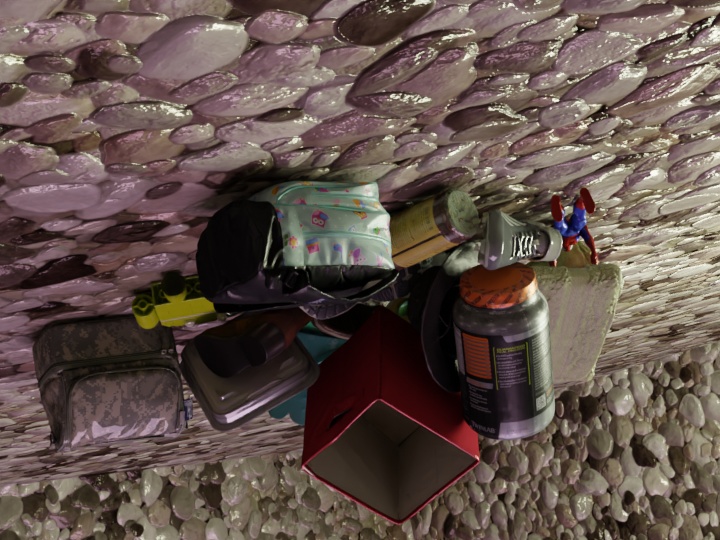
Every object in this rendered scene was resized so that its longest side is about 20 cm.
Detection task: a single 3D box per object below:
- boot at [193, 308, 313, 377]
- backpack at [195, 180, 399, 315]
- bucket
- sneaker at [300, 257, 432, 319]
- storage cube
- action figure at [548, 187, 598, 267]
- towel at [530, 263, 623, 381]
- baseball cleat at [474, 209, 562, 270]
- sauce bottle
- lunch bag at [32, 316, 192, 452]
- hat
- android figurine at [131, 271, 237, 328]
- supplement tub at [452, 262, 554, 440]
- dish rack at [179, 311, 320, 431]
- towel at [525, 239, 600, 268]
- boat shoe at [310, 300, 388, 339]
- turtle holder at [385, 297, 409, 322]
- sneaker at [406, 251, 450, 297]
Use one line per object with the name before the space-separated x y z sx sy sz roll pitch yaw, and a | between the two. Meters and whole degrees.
boot | -0.116 0.061 1.568 0.199 0.069 0.187 -37 -171 -39
backpack | -0.055 -0.026 1.189 0.197 0.129 0.166 -4 176 -34
bucket | -0.057 0.159 1.780 0.203 0.137 0.207 7 -176 -1
sneaker | 0.000 0.000 1.495 0.197 0.079 0.080 -14 -159 -17
storage cube | 0.040 0.195 1.535 0.199 0.181 0.171 32 123 -22
action figure | 0.280 -0.034 1.513 0.064 0.101 0.200 -11 169 6
towel | 0.265 0.075 1.537 0.146 0.037 0.202 -2 128 -12
baseball cleat | 0.193 -0.039 1.387 0.104 0.071 0.200 7 -169 8
sauce bottle | 0.052 -0.037 1.366 0.064 0.066 0.198 2 162 -44
lunch bag | -0.346 0.161 1.600 0.197 0.171 0.139 -4 165 -31
hat | 0.109 0.056 1.505 0.080 0.204 0.199 10 -178 36
android figurine | -0.209 0.039 1.505 0.179 0.042 0.200 -10 165 -9
supplement tub | 0.180 0.099 1.441 0.120 0.203 0.123 -6 -156 3
dish rack | -0.163 0.125 1.606 0.170 0.200 0.044 -28 128 -12
towel | 0.252 0.035 1.627 0.198 0.037 0.149 -33 -156 7
boat shoe | -0.012 0.070 1.729 0.074 0.076 0.200 -16 168 42
turtle holder | 0.076 0.093 1.676 0.182 0.134 0.141 2 -167 -24
sneaker | 0.133 0.017 1.602 0.196 0.089 0.075 -11 168 2
